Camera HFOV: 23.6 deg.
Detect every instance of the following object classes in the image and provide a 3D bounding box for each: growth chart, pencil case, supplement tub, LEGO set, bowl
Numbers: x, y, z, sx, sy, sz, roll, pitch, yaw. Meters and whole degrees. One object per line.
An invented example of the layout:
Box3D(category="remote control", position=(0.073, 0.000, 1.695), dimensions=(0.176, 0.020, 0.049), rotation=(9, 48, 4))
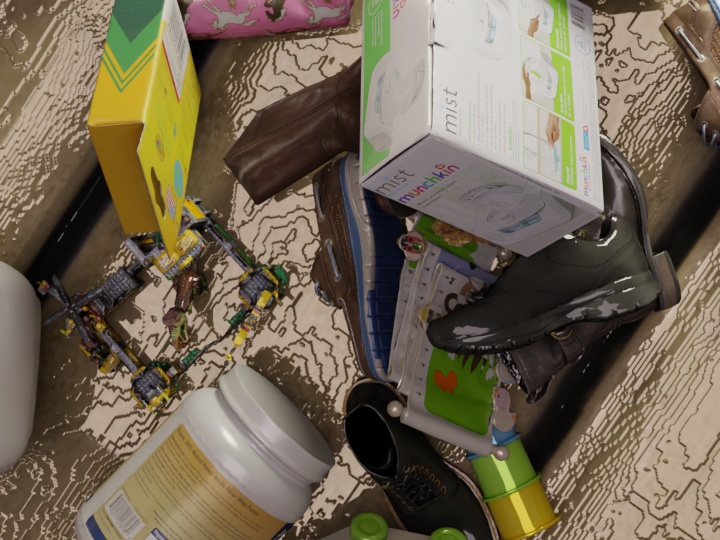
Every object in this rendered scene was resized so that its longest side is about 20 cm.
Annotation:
Box3D(category="growth chart", position=(0.082, 0.054, 1.464), dimensions=(0.144, 0.018, 0.201), rotation=(15, 69, -30))
Box3D(category="pencil case", position=(-0.105, -0.246, 1.486), dimensions=(0.198, 0.083, 0.087), rotation=(-5, 80, 6))
Box3D(category="supplement tub", position=(-0.132, 0.193, 1.480), dimensions=(0.144, 0.144, 0.200), rotation=(45, 96, 1))
Box3D(category="LEGO set", position=(-0.168, 0.028, 1.488), dimensions=(0.199, 0.116, 0.154), rotation=(-34, 90, 6))
Box3D(category="bowl", position=(-0.344, 0.078, 1.495), dimensions=(0.199, 0.074, 0.202), rotation=(10, 96, 48))

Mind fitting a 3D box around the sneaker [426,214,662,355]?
Box3D(category="sneaker", position=(0.143, 0.013, 1.404), dimensions=(0.199, 0.076, 0.091), rotation=(-17, 88, -14))

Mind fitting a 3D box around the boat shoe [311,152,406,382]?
Box3D(category="boat shoe", position=(0.000, 0.000, 1.489), dimensions=(0.072, 0.072, 0.202), rotation=(-14, 75, 37))

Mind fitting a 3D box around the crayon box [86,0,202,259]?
Box3D(category="crayon box", position=(-0.177, -0.123, 1.414), dimensions=(0.050, 0.201, 0.127), rotation=(-3, 137, 7))

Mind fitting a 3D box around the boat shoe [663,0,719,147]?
Box3D(category="boat shoe", position=(0.318, -0.138, 1.464), dimensions=(0.072, 0.072, 0.201), rotation=(-22, 81, 11))

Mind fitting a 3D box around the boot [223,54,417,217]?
Box3D(category="boot", position=(-0.033, -0.088, 1.429), dimensions=(0.199, 0.187, 0.064), rotation=(-23, 133, 32))

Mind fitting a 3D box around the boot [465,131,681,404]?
Box3D(category="boot", position=(0.165, -0.008, 1.460), dimensions=(0.173, 0.069, 0.201), rotation=(-26, 92, -10))

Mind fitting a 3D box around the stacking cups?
Box3D(category="stacking cups", position=(0.111, 0.134, 1.498), dimensions=(0.060, 0.061, 0.201), rotation=(-22, 90, 6))

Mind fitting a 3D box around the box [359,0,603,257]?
Box3D(category="box", position=(0.095, -0.140, 1.348), dimensions=(0.176, 0.097, 0.201), rotation=(20, 56, -31))

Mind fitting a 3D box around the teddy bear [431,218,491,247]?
Box3D(category="teddy bear", position=(0.083, -0.106, 1.462), dimensions=(0.145, 0.067, 0.200), rotation=(-29, 69, -26))

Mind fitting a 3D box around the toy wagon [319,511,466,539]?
Box3D(category="toy wagon", position=(0.013, 0.270, 1.488), dimensions=(0.199, 0.040, 0.156), rotation=(11, 131, 5))

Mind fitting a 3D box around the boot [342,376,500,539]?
Box3D(category="boot", position=(0.045, 0.188, 1.467), dimensions=(0.077, 0.138, 0.200), rotation=(-40, 90, 6))
